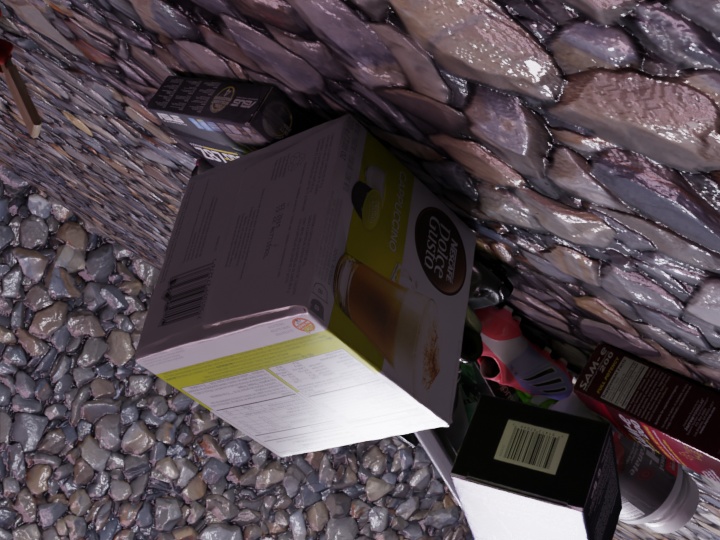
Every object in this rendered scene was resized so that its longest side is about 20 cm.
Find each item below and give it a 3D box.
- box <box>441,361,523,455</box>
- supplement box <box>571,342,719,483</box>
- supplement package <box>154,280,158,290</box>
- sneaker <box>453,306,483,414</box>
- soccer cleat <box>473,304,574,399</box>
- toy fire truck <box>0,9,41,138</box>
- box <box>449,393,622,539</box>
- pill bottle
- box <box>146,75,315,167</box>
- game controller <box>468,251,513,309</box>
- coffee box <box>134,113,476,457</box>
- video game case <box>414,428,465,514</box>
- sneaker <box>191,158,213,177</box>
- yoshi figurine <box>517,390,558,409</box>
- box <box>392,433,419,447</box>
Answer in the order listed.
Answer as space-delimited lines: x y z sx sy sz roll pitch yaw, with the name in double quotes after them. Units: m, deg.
0.125 0.144 1.366 0.200 0.036 0.144 58 150 -11 "box"
0.317 0.150 1.118 0.200 0.061 0.109 25 168 40 "supplement box"
-0.134 0.051 1.363 0.151 0.151 0.200 31 -161 -30 "supplement package"
0.082 0.091 1.167 0.115 0.075 0.201 23 140 49 "sneaker"
0.173 0.105 1.285 0.067 0.077 0.200 23 166 45 "soccer cleat"
-0.455 -0.260 1.360 0.199 0.129 0.176 22 171 -12 "toy fire truck"
0.195 0.239 1.239 0.147 0.105 0.200 10 146 25 "box"
0.315 0.235 1.380 0.200 0.111 0.111 37 169 -26 "pill bottle"
-0.095 -0.119 1.109 0.200 0.049 0.161 17 160 51 "box"
0.090 0.000 1.177 0.104 0.042 0.200 47 168 -3 "game controller"
-0.039 0.022 1.002 0.199 0.200 0.198 -17 137 37 "coffee box"
0.080 0.188 1.369 0.200 0.022 0.182 59 -178 -30 "video game case"
-0.173 -0.068 1.454 0.079 0.096 0.200 29 168 23 "sneaker"
0.208 0.193 1.524 0.112 0.112 0.200 42 165 -15 "yoshi figurine"
0.041 0.133 1.567 0.086 0.164 0.200 36 168 -24 "box"
